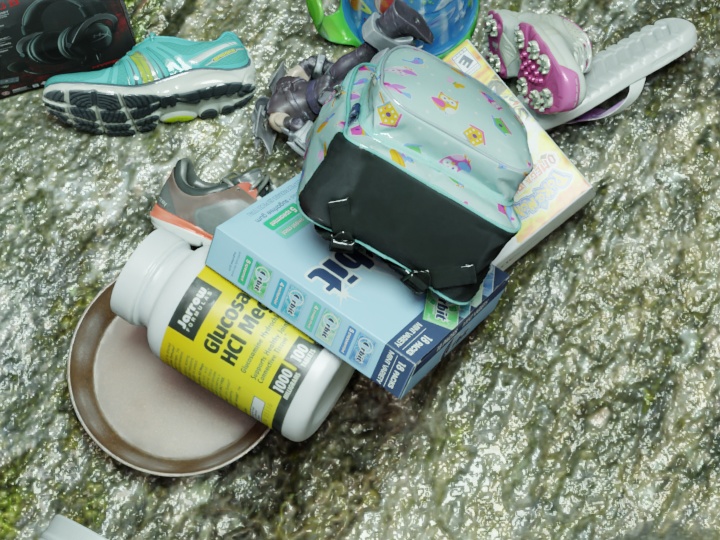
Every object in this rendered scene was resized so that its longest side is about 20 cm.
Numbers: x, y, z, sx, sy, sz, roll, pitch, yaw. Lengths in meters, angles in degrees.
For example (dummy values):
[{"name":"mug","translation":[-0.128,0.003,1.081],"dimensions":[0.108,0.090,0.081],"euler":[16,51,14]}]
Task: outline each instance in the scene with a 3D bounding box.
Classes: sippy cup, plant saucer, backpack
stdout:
[{"name":"sippy cup","translation":[0.047,-0.274,1.388],"dimensions":[0.139,0.130,0.178],"euler":[32,75,10]},{"name":"plant saucer","translation":[-0.158,0.086,1.325],"dimensions":[0.200,0.034,0.201],"euler":[0,71,0]},{"name":"backpack","translation":[0.044,-0.092,1.218],"dimensions":[0.176,0.200,0.154],"euler":[25,109,-13]}]

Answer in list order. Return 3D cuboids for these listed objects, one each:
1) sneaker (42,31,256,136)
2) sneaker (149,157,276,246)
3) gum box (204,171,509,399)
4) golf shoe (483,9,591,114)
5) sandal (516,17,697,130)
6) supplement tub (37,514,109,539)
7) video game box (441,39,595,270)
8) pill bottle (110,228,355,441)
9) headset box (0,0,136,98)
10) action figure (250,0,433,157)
[{"name":"sneaker","translation":[-0.198,-0.179,1.398],"dimensions":[0.200,0.078,0.080],"euler":[-9,67,-13]},{"name":"sneaker","translation":[-0.090,-0.047,1.331],"dimensions":[0.200,0.077,0.082],"euler":[19,101,7]},{"name":"gum box","translation":[0.000,0.000,1.246],"dimensions":[0.200,0.045,0.170],"euler":[33,38,15]},{"name":"golf shoe","translation":[0.176,-0.195,1.343],"dimensions":[0.091,0.075,0.200],"euler":[-7,27,-10]},{"name":"sandal","translation":[0.227,-0.167,1.388],"dimensions":[0.202,0.082,0.050],"euler":[-28,117,0]},{"name":"supplement tub","translation":[-0.242,0.314,1.202],"dimensions":[0.132,0.132,0.200],"euler":[26,74,9]},{"name":"video game box","translation":[0.077,-0.076,1.344],"dimensions":[0.200,0.047,0.182],"euler":[-40,77,4]},{"name":"pill bottle","translation":[-0.106,0.049,1.260],"dimensions":[0.200,0.112,0.113],"euler":[30,75,10]},{"name":"headset box","translation":[-0.293,-0.247,1.350],"dimensions":[0.149,0.200,0.077],"euler":[-16,72,-5]},{"name":"action figure","translation":[-0.025,-0.163,1.356],"dimensions":[0.200,0.069,0.130],"euler":[-22,46,32]}]
